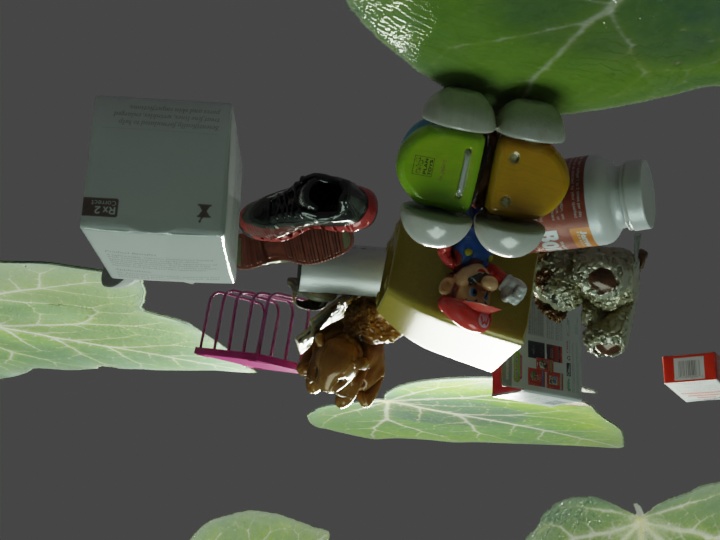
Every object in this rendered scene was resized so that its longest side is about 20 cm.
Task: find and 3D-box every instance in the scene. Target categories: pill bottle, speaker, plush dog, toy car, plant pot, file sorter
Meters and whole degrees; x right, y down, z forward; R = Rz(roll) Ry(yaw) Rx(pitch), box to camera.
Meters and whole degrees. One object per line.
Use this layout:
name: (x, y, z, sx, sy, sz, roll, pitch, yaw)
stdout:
pill bottle: (0.259, -0.083, 1.418, 0.198, 0.113, 0.112, -6, 161, 26)
speaker: (0.000, 0.000, 1.777, 0.198, 0.082, 0.081, 5, 163, -8)
plush dog: (0.331, 0.011, 1.724, 0.170, 0.161, 0.201, 10, 139, 27)
toy car: (0.131, -0.120, 1.301, 0.198, 0.177, 0.150, 6, -161, -13)
plant pot: (0.131, 0.014, 1.633, 0.198, 0.197, 0.194, 12, 162, -4)
file sorter: (-0.173, 0.105, 2.008, 0.138, 0.127, 0.199, 17, 169, -39)

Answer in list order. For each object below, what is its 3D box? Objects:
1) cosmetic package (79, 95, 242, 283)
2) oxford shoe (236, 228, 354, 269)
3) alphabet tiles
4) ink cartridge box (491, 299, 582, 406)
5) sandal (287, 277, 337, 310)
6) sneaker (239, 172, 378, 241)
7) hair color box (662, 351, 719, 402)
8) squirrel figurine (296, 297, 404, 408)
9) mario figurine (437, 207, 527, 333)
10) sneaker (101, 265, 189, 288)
cosmetic package: (-0.232, -0.092, 1.376, 0.163, 0.167, 0.200, 3, 163, -2)
oxford shoe: (-0.098, -0.045, 1.703, 0.198, 0.072, 0.074, -4, -173, 18)
alphabet tiles: (-0.027, 0.065, 1.892, 0.199, 0.006, 0.167, -38, 165, -10)
ink cartridge box: (0.274, 0.109, 1.876, 0.174, 0.202, 0.084, 13, 161, -32)
sandal: (-0.079, 0.042, 1.887, 0.080, 0.055, 0.200, 4, -175, -10)
sneaker: (-0.081, -0.087, 1.528, 0.199, 0.072, 0.098, -6, 161, 20)
hair color box: (0.718, 0.226, 2.413, 0.110, 0.065, 0.200, -8, 158, 27)
squirrel figurine: (-0.016, 0.116, 1.803, 0.141, 0.201, 0.187, 33, 179, 11)
mario figurine: (0.158, -0.018, 1.490, 0.122, 0.202, 0.106, 1, 163, 5)
sneaker: (-0.324, -0.001, 1.831, 0.115, 0.074, 0.199, 21, 154, -38)
